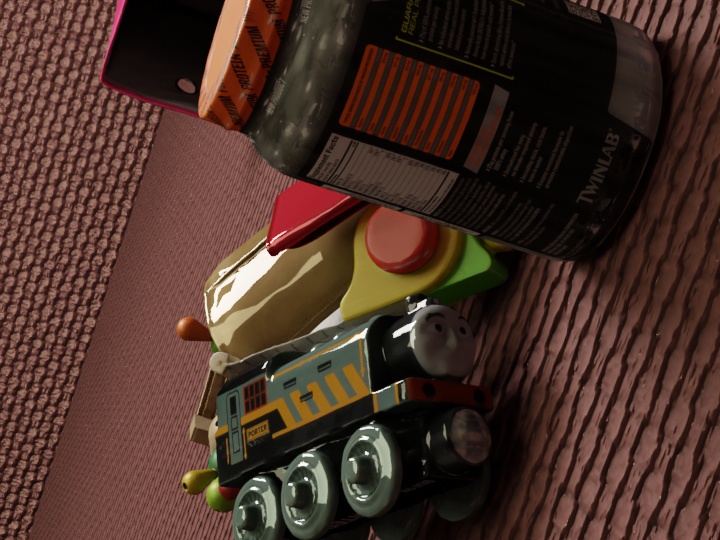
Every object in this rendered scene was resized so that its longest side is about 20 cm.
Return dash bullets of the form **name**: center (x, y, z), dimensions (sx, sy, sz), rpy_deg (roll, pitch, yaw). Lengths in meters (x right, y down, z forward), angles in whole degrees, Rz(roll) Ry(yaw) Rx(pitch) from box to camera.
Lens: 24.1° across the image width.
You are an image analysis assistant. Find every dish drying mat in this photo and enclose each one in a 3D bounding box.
- **dish drying mat**: center (0.032, -0.074, 0.941), dimensions (0.200, 0.018, 0.077), rpy_deg (-33, 21, 17)

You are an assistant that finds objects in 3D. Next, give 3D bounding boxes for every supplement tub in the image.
- **supplement tub**: center (0.032, -0.087, 0.802), dimensions (0.122, 0.199, 0.123), rpy_deg (-162, 90, -77)

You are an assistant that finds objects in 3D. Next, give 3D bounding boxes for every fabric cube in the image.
- **fabric cube**: center (-0.159, -0.305, 1.846), dimensions (0.200, 0.195, 0.200), rpy_deg (-89, 20, -48)

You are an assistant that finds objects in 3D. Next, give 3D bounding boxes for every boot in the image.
- **boot**: center (-0.014, -0.048, 1.045), dimensions (0.200, 0.066, 0.175), rpy_deg (-39, 28, 17)

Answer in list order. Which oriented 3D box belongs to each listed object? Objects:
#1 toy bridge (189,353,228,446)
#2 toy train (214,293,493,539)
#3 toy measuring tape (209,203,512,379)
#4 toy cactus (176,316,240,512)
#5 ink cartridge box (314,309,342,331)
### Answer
- **toy bridge**: center (-0.122, 0.071, 1.598), dimensions (0.067, 0.027, 0.201), rpy_deg (-104, 34, -70)
- **toy train**: center (-0.007, 0.088, 0.894), dimensions (0.200, 0.085, 0.114), rpy_deg (-30, 60, 48)
- **toy measuring tape**: center (0.000, 0.000, 0.948), dimensions (0.199, 0.074, 0.074), rpy_deg (-22, 38, 21)
- **toy cactus**: center (-0.105, 0.119, 1.369), dimensions (0.165, 0.102, 0.201), rpy_deg (109, 162, -55)
- **ink cartridge box**: center (0.009, 0.056, 1.041), dimensions (0.200, 0.050, 0.109), rpy_deg (-94, 25, -54)
